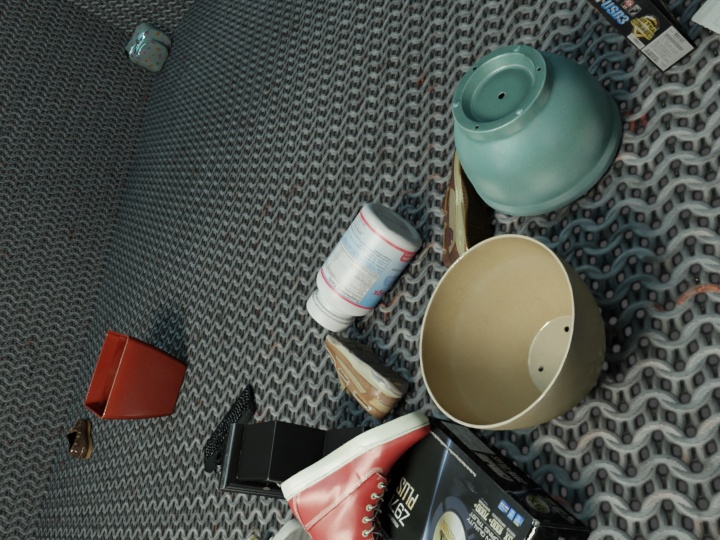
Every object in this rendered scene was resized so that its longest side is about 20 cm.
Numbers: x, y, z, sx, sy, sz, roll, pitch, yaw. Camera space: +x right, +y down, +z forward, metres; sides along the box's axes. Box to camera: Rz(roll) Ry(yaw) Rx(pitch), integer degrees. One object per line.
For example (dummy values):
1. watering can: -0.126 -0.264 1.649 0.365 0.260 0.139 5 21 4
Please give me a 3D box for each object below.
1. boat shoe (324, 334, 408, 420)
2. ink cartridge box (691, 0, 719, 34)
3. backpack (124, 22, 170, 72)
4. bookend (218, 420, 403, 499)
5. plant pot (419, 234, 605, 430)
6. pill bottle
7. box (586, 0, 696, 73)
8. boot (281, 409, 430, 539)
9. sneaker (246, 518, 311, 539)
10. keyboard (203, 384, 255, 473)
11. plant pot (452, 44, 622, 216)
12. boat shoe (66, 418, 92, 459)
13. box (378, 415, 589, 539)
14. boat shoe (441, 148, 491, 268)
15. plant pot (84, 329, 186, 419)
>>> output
1. boat shoe: -0.007 0.158 0.940 0.200 0.076 0.072 35 104 58
2. ink cartridge box: 0.438 -0.260 0.575 0.160 0.047 0.200 -51 32 25
3. backpack: -1.019 -1.081 2.987 0.153 0.176 0.200 39 104 38
4. bookend: -0.049 0.259 0.827 0.200 0.198 0.092 -22 55 46
5. plant pot: 0.180 0.077 0.662 0.200 0.134 0.201 -30 50 43
6. pill bottle: 0.000 0.000 0.984 0.200 0.109 0.109 -54 36 22
7. box: 0.277 -0.345 0.701 0.050 0.198 0.200 -37 43 36
8. boot: 0.020 0.262 0.705 0.200 0.072 0.144 -37 69 13
9. sneaker: -0.152 0.450 0.981 0.116 0.074 0.200 42 109 52
10. keyboard: -0.279 0.329 1.260 0.200 0.040 0.104 -55 35 21
11. plant pot: 0.194 -0.184 0.750 0.200 0.134 0.201 -19 57 32
12. boat shoe: -0.935 0.549 2.044 0.200 0.070 0.071 32 100 58
13. box: 0.117 0.285 0.678 0.200 0.086 0.164 36 103 56
14. boat shoe: 0.141 -0.096 0.876 0.072 0.072 0.200 -23 59 48
15. plant pot: -0.562 0.276 1.568 0.200 0.176 0.200 0 72 54
